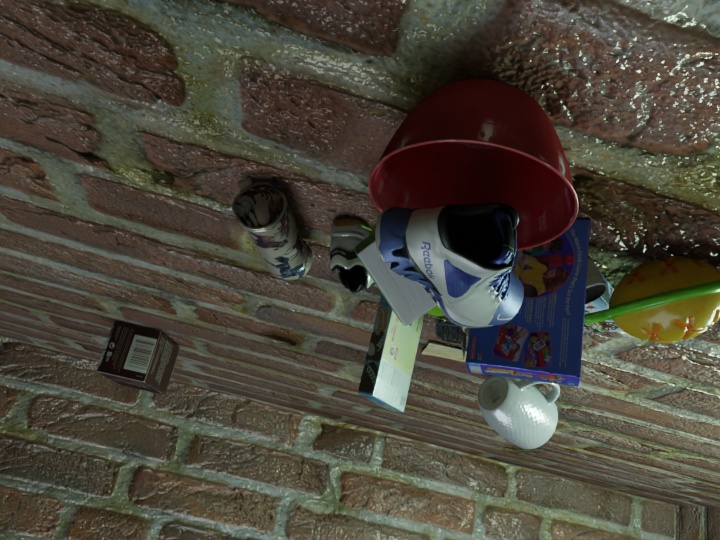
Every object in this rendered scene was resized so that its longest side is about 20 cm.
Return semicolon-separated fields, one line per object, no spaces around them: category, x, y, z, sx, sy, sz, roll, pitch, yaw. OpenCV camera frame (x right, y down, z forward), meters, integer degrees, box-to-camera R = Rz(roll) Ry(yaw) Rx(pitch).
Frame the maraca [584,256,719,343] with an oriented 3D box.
maraca;0.382;0.044;0.789;0.198;0.109;0.136;-20;163;36

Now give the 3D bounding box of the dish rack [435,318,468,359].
dish rack;0.248;0.150;1.211;0.196;0.056;0.154;7;157;15

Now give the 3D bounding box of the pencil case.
pencil case;-0.127;-0.055;0.895;0.076;0.091;0.201;-18;156;0

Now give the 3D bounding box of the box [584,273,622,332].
box;0.324;0.045;0.935;0.135;0.038;0.199;-7;151;40

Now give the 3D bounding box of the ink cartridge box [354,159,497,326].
ink cartridge box;0.102;-0.037;0.703;0.105;0.198;0.059;55;-176;-10

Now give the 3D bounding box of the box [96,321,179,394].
box;-0.707;0.284;1.917;0.161;0.169;0.201;10;158;5

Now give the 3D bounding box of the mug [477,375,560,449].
mug;0.391;0.319;1.450;0.174;0.149;0.199;35;120;-30

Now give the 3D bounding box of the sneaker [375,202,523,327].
sneaker;0.117;-0.004;0.583;0.198;0.082;0.114;31;154;-35

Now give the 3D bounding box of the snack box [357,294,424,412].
snack box;0.061;0.147;1.108;0.037;0.204;0.116;0;155;35

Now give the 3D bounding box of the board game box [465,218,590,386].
board game box;0.211;0.032;0.746;0.132;0.204;0.045;5;158;18

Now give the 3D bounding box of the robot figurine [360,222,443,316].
robot figurine;0.088;-0.012;0.822;0.199;0.117;0.174;32;170;-39

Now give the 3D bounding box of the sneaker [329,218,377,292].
sneaker;0.000;0.000;0.942;0.074;0.089;0.200;-1;156;27

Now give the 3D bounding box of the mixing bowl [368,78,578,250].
mixing bowl;0.113;-0.110;0.582;0.196;0.110;0.201;12;159;5

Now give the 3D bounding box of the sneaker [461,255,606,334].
sneaker;0.227;0.028;0.824;0.196;0.086;0.073;-20;149;7

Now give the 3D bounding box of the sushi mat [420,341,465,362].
sushi mat;0.244;0.201;1.391;0.196;0.012;0.096;13;157;0

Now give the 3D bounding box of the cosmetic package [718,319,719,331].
cosmetic package;0.580;0.039;0.759;0.196;0.053;0.151;3;158;22
